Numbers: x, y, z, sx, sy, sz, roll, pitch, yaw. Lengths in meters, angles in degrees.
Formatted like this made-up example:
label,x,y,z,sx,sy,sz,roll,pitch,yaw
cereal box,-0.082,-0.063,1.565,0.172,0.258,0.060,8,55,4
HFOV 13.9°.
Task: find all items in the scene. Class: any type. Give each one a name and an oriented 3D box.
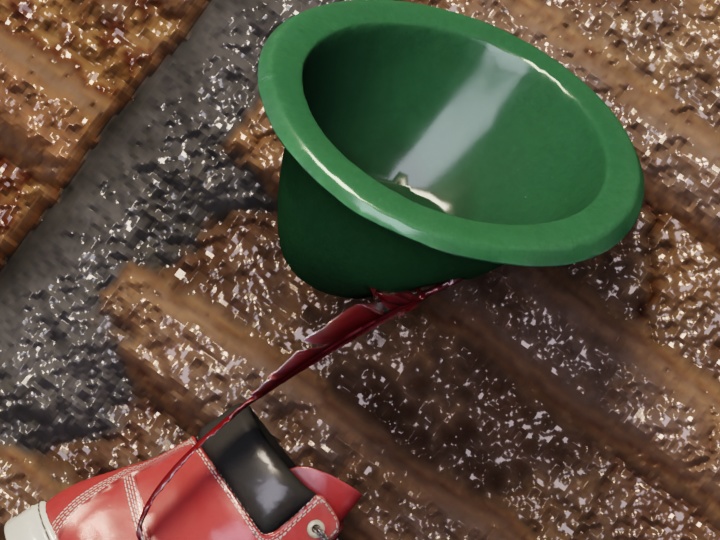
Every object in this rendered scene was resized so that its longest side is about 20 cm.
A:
label,x,y,z,sx,sy,sz,roll,pitch,yaw
hat,0.000,0.000,1.273,0.199,0.176,0.166,3,42,-27
boot,-0.047,0.164,1.250,0.144,0.072,0.200,-26,80,0
